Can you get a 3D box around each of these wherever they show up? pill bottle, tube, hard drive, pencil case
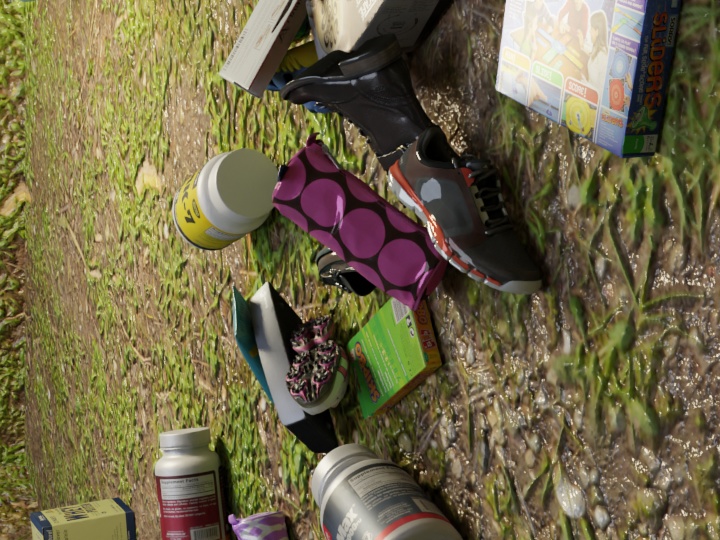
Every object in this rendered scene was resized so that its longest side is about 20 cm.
[{"bbox_3d":[0.022,0.280,1.446,0.200,0.118,0.121,-138,47,-57],"label":"pill bottle"},{"bbox_3d":[-0.132,0.106,1.718,0.201,0.050,0.078,63,-170,-50],"label":"tube"},{"bbox_3d":[-0.279,0.365,2.155,0.113,0.111,0.203,171,94,-66],"label":"pill bottle"},{"bbox_3d":[-0.086,0.128,1.664,0.135,0.042,0.202,54,-165,-57],"label":"hard drive"},{"bbox_3d":[-0.134,0.447,1.881,0.084,0.084,0.203,141,121,-64],"label":"pencil case"},{"bbox_3d":[-0.186,-0.100,1.832,0.200,0.113,0.116,156,106,-65],"label":"pill bottle"},{"bbox_3d":[0.004,-0.051,1.347,0.199,0.091,0.094,36,114,3],"label":"pencil case"}]

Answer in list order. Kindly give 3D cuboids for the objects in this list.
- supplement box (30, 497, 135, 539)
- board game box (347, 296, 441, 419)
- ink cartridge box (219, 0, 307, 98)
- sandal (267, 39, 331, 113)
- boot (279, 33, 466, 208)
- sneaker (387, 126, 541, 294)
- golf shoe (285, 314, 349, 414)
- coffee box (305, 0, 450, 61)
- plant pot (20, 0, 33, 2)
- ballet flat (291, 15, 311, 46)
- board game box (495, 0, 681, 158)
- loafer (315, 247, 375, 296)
[{"bbox_3d":[-0.592,0.615,2.818,0.134,0.197,0.203,-171,76,-65],"label":"supplement box"},{"bbox_3d":[0.034,0.096,1.486,0.200,0.030,0.097,-46,53,58],"label":"board game box"},{"bbox_3d":[-0.084,-0.293,1.500,0.202,0.043,0.174,-60,23,4],"label":"ink cartridge box"},{"bbox_3d":[-0.069,-0.229,1.586,0.088,0.079,0.200,67,165,-11],"label":"sandal"},{"bbox_3d":[0.013,-0.140,1.340,0.199,0.069,0.176,-6,119,54],"label":"boot"},{"bbox_3d":[0.103,-0.060,1.218,0.200,0.077,0.082,47,120,28],"label":"sneaker"},{"bbox_3d":[-0.040,0.128,1.567,0.200,0.072,0.093,-87,-28,-70],"label":"golf shoe"},{"bbox_3d":[0.017,-0.285,1.365,0.200,0.079,0.115,135,126,-61],"label":"coffee box"},{"bbox_3d":[-0.661,-0.666,2.687,0.201,0.193,0.198,105,149,-55],"label":"plant pot"},{"bbox_3d":[-0.091,-0.378,1.606,0.064,0.074,0.203,-118,30,-76],"label":"ballet flat"},{"bbox_3d":[0.180,-0.188,1.073,0.200,0.034,0.137,-137,46,-56],"label":"board game box"},{"bbox_3d":[0.000,0.000,1.476,0.200,0.071,0.064,154,120,-63],"label":"loafer"}]
